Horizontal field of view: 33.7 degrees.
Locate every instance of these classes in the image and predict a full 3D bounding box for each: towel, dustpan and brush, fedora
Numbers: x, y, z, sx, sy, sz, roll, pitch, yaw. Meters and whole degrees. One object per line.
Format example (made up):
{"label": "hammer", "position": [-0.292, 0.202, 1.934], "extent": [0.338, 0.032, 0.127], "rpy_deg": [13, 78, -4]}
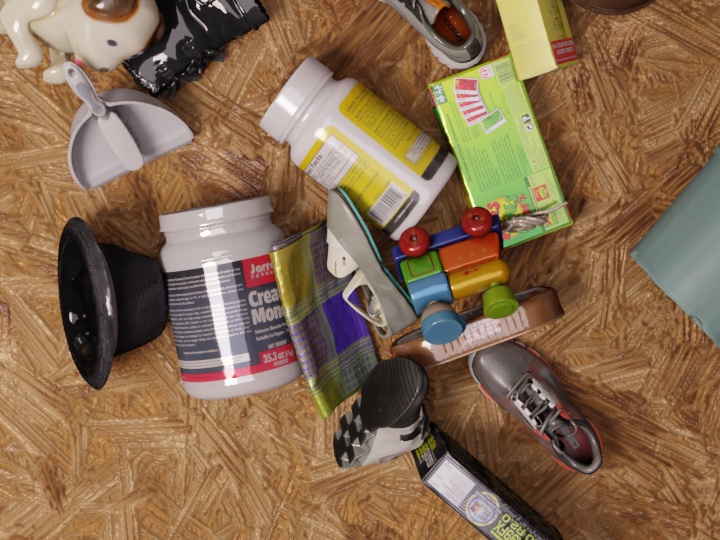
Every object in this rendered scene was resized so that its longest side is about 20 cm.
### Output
{"label": "towel", "position": [-0.036, 0.046, 1.300], "extent": [0.023, 0.143, 0.202], "rpy_deg": [-10, 99, 29]}
{"label": "dustpan and brush", "position": [-0.266, -0.159, 1.252], "extent": [0.138, 0.058, 0.201], "rpy_deg": [-25, 139, 1]}
{"label": "fedora", "position": [-0.262, 0.030, 1.281], "extent": [0.091, 0.200, 0.203], "rpy_deg": [-10, 96, -26]}

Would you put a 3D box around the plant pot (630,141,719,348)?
{"label": "plant pot", "position": [0.411, -0.034, 1.285], "extent": [0.200, 0.200, 0.196], "rpy_deg": [45, 100, -5]}

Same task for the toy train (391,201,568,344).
{"label": "toy train", "position": [0.141, -0.001, 1.255], "extent": [0.198, 0.085, 0.117], "rpy_deg": [-17, 56, 2]}

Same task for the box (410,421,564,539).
{"label": "box", "position": [0.146, 0.260, 1.310], "extent": [0.200, 0.160, 0.044], "rpy_deg": [41, 91, -5]}

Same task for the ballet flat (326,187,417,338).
{"label": "ballet flat", "position": [0.000, 0.000, 1.295], "extent": [0.063, 0.067, 0.201], "rpy_deg": [-36, 126, -5]}

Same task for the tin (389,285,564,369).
{"label": "tin", "position": [0.127, 0.064, 1.316], "extent": [0.198, 0.112, 0.042], "rpy_deg": [-20, 96, -1]}

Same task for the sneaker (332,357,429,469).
{"label": "sneaker", "position": [0.044, 0.154, 1.302], "extent": [0.088, 0.200, 0.075], "rpy_deg": [4, 59, -23]}

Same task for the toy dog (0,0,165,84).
{"label": "toy dog", "position": [-0.297, -0.284, 1.240], "extent": [0.199, 0.140, 0.195], "rpy_deg": [34, 80, 19]}

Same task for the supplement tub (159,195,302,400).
{"label": "supplement tub", "position": [-0.140, 0.029, 1.292], "extent": [0.139, 0.140, 0.202], "rpy_deg": [-10, 95, -1]}

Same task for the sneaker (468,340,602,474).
{"label": "sneaker", "position": [0.206, 0.151, 1.341], "extent": [0.200, 0.082, 0.077], "rpy_deg": [42, 93, -5]}

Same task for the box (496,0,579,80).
{"label": "box", "position": [0.179, -0.314, 1.299], "extent": [0.050, 0.075, 0.202], "rpy_deg": [-13, 95, 33]}

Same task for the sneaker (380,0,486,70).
{"label": "sneaker", "position": [0.063, -0.306, 1.299], "extent": [0.200, 0.079, 0.074], "rpy_deg": [43, 93, 1]}

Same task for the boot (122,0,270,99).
{"label": "boot", "position": [-0.210, -0.302, 1.301], "extent": [0.162, 0.073, 0.199], "rpy_deg": [-32, 93, 7]}

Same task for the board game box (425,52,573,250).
{"label": "board game box", "position": [0.155, -0.129, 1.333], "extent": [0.101, 0.048, 0.202], "rpy_deg": [-20, 95, 1]}

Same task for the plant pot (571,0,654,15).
{"label": "plant pot", "position": [0.305, -0.378, 1.214], "extent": [0.198, 0.198, 0.203], "rpy_deg": [-1, 93, -20]}

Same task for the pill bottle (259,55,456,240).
{"label": "pill bottle", "position": [-0.004, -0.135, 1.295], "extent": [0.199, 0.114, 0.115], "rpy_deg": [38, 93, -4]}
